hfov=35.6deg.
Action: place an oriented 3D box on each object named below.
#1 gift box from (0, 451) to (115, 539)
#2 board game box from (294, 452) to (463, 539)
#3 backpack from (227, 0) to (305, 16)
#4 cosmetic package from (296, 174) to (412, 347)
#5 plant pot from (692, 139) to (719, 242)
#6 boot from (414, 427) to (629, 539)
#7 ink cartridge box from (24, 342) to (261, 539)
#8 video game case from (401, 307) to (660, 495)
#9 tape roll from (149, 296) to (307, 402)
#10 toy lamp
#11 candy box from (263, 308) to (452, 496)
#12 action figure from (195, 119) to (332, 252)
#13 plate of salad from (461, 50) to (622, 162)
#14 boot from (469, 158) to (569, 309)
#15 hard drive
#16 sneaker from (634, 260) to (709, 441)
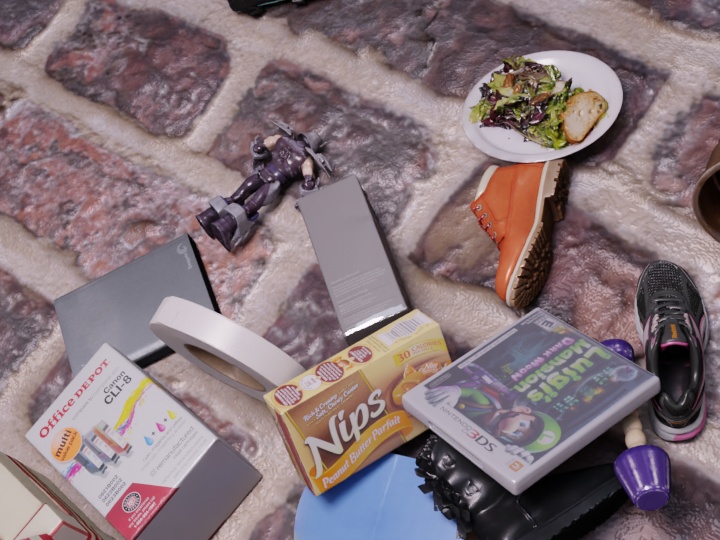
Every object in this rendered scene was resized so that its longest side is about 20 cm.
[{"bbox_3d":[-0.395,0.323,1.242,0.187,0.200,0.185,33,83,27],"label":"gift box"},{"bbox_3d":[0.025,0.281,1.220,0.199,0.039,0.158,8,67,29],"label":"board game box"},{"bbox_3d":[-0.133,-0.488,1.596,0.175,0.153,0.201,-10,55,18],"label":"backpack"},{"bbox_3d":[0.000,0.000,1.330,0.090,0.107,0.200,-25,58,3],"label":"cosmetic package"},{"bbox_3d":[0.475,-0.141,1.202,0.200,0.200,0.199,10,60,22],"label":"plant pot"},{"bbox_3d":[0.167,0.212,1.163,0.198,0.073,0.163,-26,55,-23],"label":"boot"},{"bbox_3d":[-0.246,0.210,1.278,0.200,0.145,0.145,34,78,29],"label":"ink cartridge box"},{"bbox_3d":[0.173,0.126,1.158,0.200,0.023,0.182,-30,38,-23],"label":"video game case"},{"bbox_3d":[-0.146,0.096,1.271,0.202,0.203,0.037,22,72,26],"label":"tape roll"},{"bbox_3d":[0.277,0.158,1.154,0.058,0.058,0.200,-15,37,10],"label":"toy lamp"},{"bbox_3d":[0.008,0.142,1.218,0.200,0.116,0.055,-28,27,-15],"label":"candy box"},{"bbox_3d":[-0.120,-0.114,1.451,0.200,0.069,0.130,-42,53,-10],"label":"action figure"},{"bbox_3d":[0.220,-0.211,1.382,0.199,0.048,0.201,-11,48,13],"label":"plate of salad"},{"bbox_3d":[0.174,-0.044,1.321,0.107,0.075,0.200,5,57,23],"label":"boot"},{"bbox_3d":[-0.284,0.054,1.434,0.200,0.033,0.140,-26,59,3],"label":"hard drive"},{"bbox_3d":[0.337,0.074,1.196,0.080,0.086,0.201,-9,61,11],"label":"sneaker"}]
